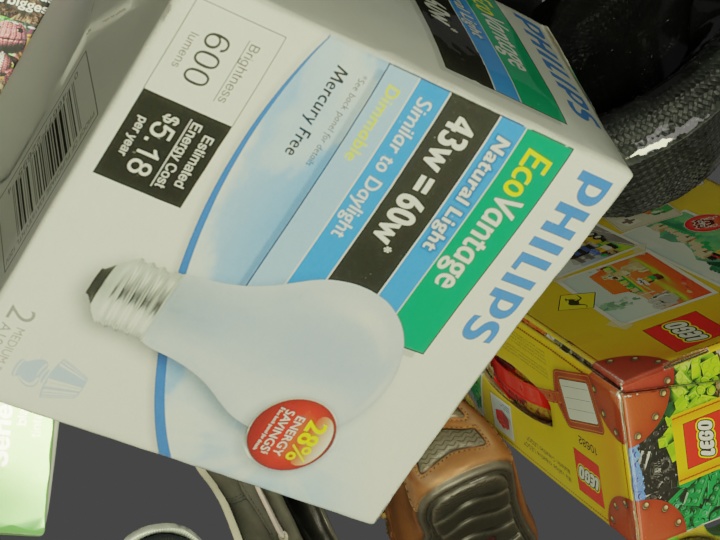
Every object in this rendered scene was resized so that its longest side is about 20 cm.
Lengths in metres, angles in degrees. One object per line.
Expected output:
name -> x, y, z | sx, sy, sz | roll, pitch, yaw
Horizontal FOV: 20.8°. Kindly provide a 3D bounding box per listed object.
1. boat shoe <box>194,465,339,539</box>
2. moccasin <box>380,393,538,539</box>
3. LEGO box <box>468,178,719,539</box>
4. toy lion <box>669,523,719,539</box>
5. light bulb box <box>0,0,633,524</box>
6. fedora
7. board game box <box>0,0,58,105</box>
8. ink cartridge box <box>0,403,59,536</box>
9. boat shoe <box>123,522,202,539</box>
boat shoe -> -0.041, 0.099, 0.946 | 0.057, 0.067, 0.201 | -10, 115, 13
moccasin -> 0.037, 0.109, 0.925 | 0.073, 0.202, 0.078 | -26, 61, -2
LEGO box -> 0.131, 0.028, 0.886 | 0.148, 0.200, 0.077 | -18, 115, -18
toy lion -> 0.250, 0.097, 1.008 | 0.199, 0.069, 0.193 | 10, 90, -9
light bulb box -> -0.037, -0.030, 0.781 | 0.199, 0.125, 0.199 | 21, 118, -27
fedora -> 0.127, -0.097, 0.922 | 0.200, 0.201, 0.092 | -32, 132, -2
board game box -> -0.130, -0.092, 0.851 | 0.159, 0.097, 0.200 | 14, 120, -24
ink cartridge box -> -0.236, 0.057, 0.884 | 0.199, 0.146, 0.085 | 6, 96, -9
boat shoe -> -0.082, 0.226, 0.974 | 0.075, 0.060, 0.201 | -14, 101, -8
